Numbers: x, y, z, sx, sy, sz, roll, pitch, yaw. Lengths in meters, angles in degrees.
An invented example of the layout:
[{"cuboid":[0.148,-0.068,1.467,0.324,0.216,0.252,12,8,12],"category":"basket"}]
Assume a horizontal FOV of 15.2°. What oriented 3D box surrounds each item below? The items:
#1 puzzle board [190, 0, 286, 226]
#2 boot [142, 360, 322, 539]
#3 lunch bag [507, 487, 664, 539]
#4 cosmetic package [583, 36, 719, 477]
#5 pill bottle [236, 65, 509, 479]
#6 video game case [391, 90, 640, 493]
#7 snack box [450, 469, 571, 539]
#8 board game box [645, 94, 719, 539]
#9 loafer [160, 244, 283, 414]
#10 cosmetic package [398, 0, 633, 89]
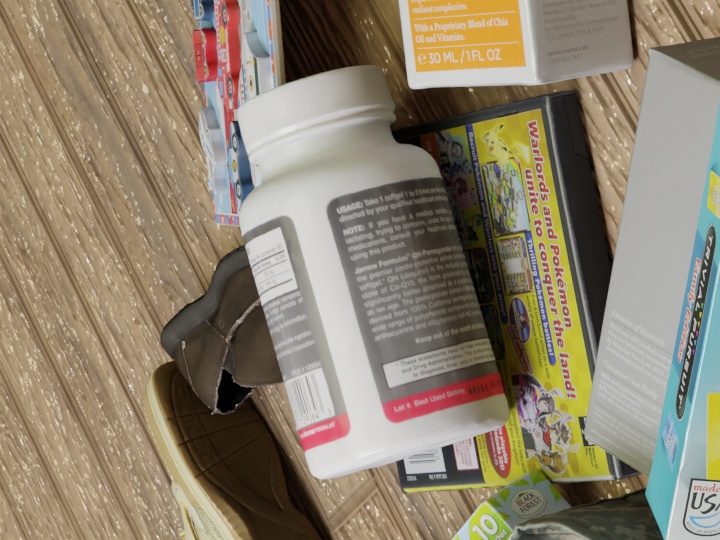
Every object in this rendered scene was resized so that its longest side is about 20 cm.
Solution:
[{"cuboid":[-0.072,-0.124,1.525,0.151,0.017,0.201,-172,76,-72],"category":"puzzle board"},{"cuboid":[-0.098,0.171,1.650,0.200,0.073,0.156,57,135,16],"category":"boot"},{"cuboid":[0.177,0.174,1.237,0.200,0.164,0.118,45,130,34],"category":"lunch bag"},{"cuboid":[0.178,-0.005,1.234,0.090,0.106,0.201,29,120,44],"category":"cosmetic package"},{"cuboid":[0.000,0.000,1.410,0.111,0.110,0.201,-23,82,51],"category":"pill bottle"},{"cuboid":[0.067,0.016,1.441,0.180,0.025,0.201,-10,92,52],"category":"video game case"},{"cuboid":[0.080,0.219,1.441,0.142,0.053,0.200,49,135,15],"category":"snack box"},{"cuboid":[0.215,0.025,1.159,0.047,0.150,0.201,-104,20,-64],"category":"board game box"},{"cuboid":[-0.050,0.028,1.556,0.072,0.073,0.200,64,151,10],"category":"loafer"},{"cuboid":[0.069,-0.194,1.342,0.101,0.071,0.201,1,101,51],"category":"cosmetic package"}]
